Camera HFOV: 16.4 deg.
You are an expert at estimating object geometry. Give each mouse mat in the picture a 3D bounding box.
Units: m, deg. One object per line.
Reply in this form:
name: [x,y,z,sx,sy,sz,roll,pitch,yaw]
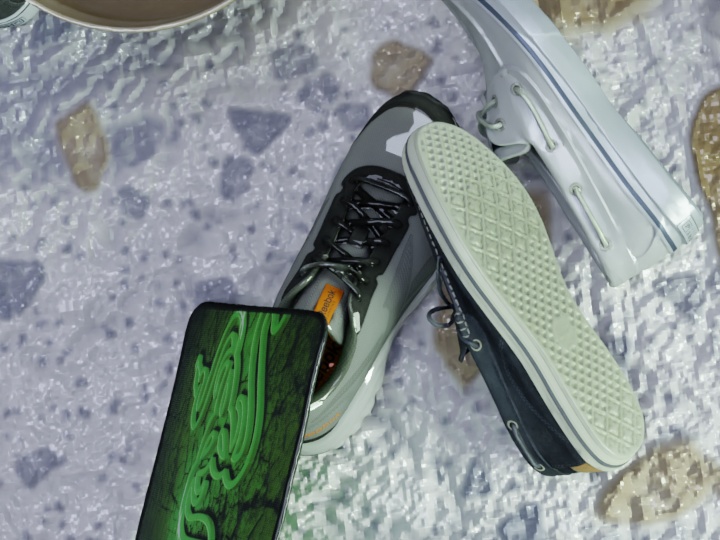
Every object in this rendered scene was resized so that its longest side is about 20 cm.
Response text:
mouse mat: [-0.075,0.115,1.269,0.007,0.161,0.202,18,83,-28]

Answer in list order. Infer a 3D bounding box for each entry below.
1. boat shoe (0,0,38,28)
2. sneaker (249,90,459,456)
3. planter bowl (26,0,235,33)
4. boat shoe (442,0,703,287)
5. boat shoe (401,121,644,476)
boat shoe: [-0.211,-0.237,1.374,0.073,0.068,0.201,0,82,10]
sneaker: [0.000,0.000,1.297,0.073,0.079,0.201,21,85,14]
planter bowl: [-0.108,-0.225,1.310,0.198,0.135,0.202,1,94,7]
boat shoe: [0.092,-0.081,1.294,0.067,0.074,0.200,-39,78,1]
boat shoe: [0.072,0.019,1.276,0.062,0.074,0.201,-30,90,42]
